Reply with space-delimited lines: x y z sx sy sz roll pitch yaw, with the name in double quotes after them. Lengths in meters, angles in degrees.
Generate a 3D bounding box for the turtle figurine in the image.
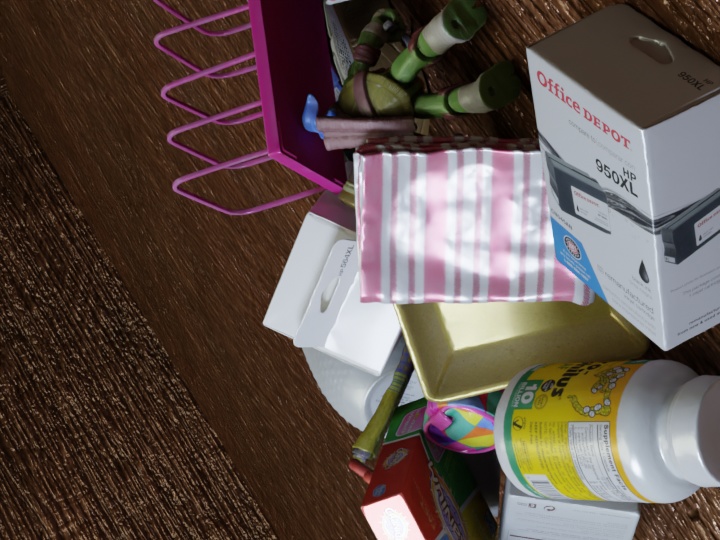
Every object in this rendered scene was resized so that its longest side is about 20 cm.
0.065 -0.169 1.514 0.194 0.200 0.144 -21 66 52 "turtle figurine"

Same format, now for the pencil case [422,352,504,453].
0.106 0.066 1.562 0.088 0.088 0.200 86 -169 -54 "pencil case"

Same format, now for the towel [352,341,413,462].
0.039 0.096 1.660 0.023 0.200 0.144 23 174 5 "towel"

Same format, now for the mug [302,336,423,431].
0.043 0.110 1.898 0.200 0.148 0.175 26 -163 -27 "mug"

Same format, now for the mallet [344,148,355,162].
0.015 -0.080 1.830 0.041 0.066 0.200 57 164 30 "mallet"

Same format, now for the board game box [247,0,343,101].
-0.065 -0.237 1.767 0.199 0.043 0.200 59 -177 14 "board game box"

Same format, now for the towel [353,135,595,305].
0.095 -0.036 1.387 0.030 0.199 0.147 -80 -11 -62 "towel"

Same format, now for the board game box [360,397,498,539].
0.066 0.221 1.532 0.153 0.040 0.200 63 -162 -15 "board game box"

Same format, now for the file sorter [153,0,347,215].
-0.107 -0.167 1.578 0.139 0.125 0.201 25 -127 -62 "file sorter"

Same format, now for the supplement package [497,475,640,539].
0.189 0.203 1.559 0.200 0.117 0.117 90 -172 -59 "supplement package"

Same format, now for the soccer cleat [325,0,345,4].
-0.044 -0.316 1.600 0.200 0.085 0.069 51 158 34 "soccer cleat"

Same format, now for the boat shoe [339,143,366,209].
0.080 -0.061 1.500 0.073 0.200 0.065 35 109 58 "boat shoe"

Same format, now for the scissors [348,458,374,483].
0.062 0.230 1.625 0.200 0.014 0.073 38 173 -36 "scissors"

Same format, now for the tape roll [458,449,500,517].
0.108 0.145 1.715 0.200 0.066 0.201 1 -90 -87 "tape roll"

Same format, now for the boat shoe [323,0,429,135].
0.012 -0.198 1.652 0.069 0.071 0.201 172 82 -74 "boat shoe"

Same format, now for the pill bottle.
0.212 0.128 1.366 0.200 0.113 0.113 -5 112 49 "pill bottle"

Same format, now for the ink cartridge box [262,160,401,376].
0.000 0.000 1.652 0.200 0.125 0.129 -59 -8 -66 "ink cartridge box"

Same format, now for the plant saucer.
0.124 -0.002 1.444 0.048 0.199 0.200 -80 -27 -62 "plant saucer"

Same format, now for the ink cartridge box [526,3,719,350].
0.199 -0.067 1.225 0.145 0.084 0.200 45 156 47 "ink cartridge box"
